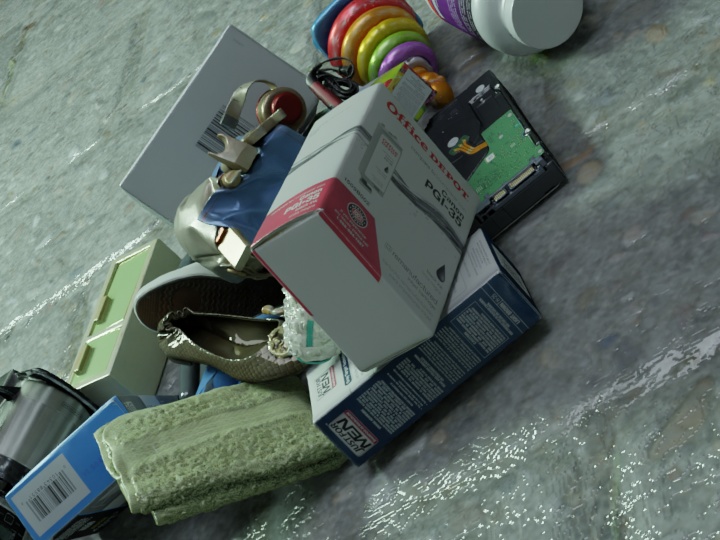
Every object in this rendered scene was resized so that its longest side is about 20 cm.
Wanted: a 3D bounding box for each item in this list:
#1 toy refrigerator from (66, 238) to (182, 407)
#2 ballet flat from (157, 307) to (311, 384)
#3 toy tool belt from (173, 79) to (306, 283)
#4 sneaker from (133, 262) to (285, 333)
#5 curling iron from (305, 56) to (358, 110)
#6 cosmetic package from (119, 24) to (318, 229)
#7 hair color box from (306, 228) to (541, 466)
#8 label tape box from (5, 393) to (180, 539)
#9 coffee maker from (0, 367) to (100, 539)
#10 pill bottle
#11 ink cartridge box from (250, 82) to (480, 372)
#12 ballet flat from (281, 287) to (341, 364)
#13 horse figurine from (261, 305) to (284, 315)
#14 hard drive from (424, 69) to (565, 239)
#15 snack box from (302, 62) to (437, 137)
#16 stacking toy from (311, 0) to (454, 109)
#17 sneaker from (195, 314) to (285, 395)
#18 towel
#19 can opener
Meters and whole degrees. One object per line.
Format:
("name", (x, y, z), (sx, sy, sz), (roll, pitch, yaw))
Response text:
("toy refrigerator", (-0.249, 0.064, 1.717), (0.076, 0.070, 0.200), (-23, 37, 33))
("ballet flat", (-0.116, 0.061, 1.447), (0.199, 0.046, 0.067), (6, 42, 44))
("toy tool belt", (-0.089, -0.088, 1.493), (0.201, 0.125, 0.123), (-66, 18, -11))
("sneaker", (-0.126, 0.012, 1.592), (0.199, 0.073, 0.085), (-12, 25, -1))
("curling iron", (0.014, -0.136, 1.504), (0.049, 0.026, 0.200), (-34, 58, -10))
("cosmetic package", (-0.145, -0.130, 1.677), (0.200, 0.123, 0.200), (-56, 1, -4))
("hair color box", (0.050, 0.063, 1.334), (0.200, 0.061, 0.100), (-39, 20, 10))
("label tape box", (-0.230, 0.186, 1.521), (0.144, 0.063, 0.200), (-41, -11, 8))
("coffee maker", (-0.367, 0.221, 1.639), (0.200, 0.134, 0.192), (-63, 3, -29))
("pill bottle", (0.144, -0.282, 1.603), (0.112, 0.112, 0.200), (-45, 29, 1))
("ink cartridge box", (0.009, -0.040, 1.315), (0.083, 0.147, 0.200), (-29, 23, 33))
("ballet flat", (-0.035, 0.000, 1.409), (0.072, 0.072, 0.200), (-33, 30, 21))
("horse figurine", (0.000, 0.000, 1.488), (0.132, 0.050, 0.200), (7, 49, 38))
("hard drive", (0.104, -0.097, 1.499), (0.140, 0.038, 0.200), (-40, 29, 10))
("snack box", (-0.020, -0.120, 1.623), (0.142, 0.053, 0.200), (-56, 16, -25))
("stacking toy", (0.043, -0.219, 1.688), (0.110, 0.116, 0.200), (-44, 43, 3))
("sneaker", (-0.127, 0.126, 1.491), (0.078, 0.066, 0.200), (-4, 47, 53))
("towel", (-0.120, 0.148, 1.369), (0.199, 0.037, 0.148), (-13, 30, -21))
("can opener", (-0.168, 0.063, 1.626), (0.053, 0.066, 0.200), (-33, 36, 18))
